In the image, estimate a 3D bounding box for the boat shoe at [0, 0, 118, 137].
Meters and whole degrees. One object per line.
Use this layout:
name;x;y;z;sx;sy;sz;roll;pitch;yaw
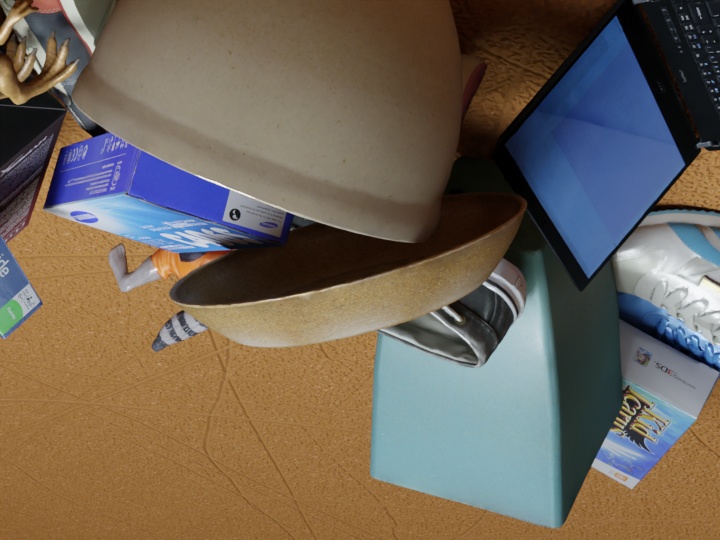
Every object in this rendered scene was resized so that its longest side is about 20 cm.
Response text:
boat shoe;-0.168;-0.136;0.995;0.062;0.072;0.200;10;155;12

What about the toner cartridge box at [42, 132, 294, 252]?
toner cartridge box;-0.113;-0.044;0.984;0.094;0.044;0.200;19;172;-21

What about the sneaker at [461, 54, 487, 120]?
sneaker;0.011;-0.086;1.040;0.088;0.081;0.200;24;157;-1

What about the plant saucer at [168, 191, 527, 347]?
plant saucer;-0.003;0.002;0.922;0.199;0.036;0.200;-14;-169;3

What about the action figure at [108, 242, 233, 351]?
action figure;-0.065;0.021;1.269;0.193;0.105;0.200;-1;153;45

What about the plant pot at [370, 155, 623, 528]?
plant pot;0.091;0.036;1.135;0.140;0.141;0.201;12;128;22

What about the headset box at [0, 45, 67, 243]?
headset box;-0.272;-0.086;1.060;0.149;0.075;0.200;44;152;2

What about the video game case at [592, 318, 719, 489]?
video game case;0.162;0.083;1.307;0.180;0.046;0.200;28;158;6

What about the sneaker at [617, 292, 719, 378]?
sneaker;0.255;0.043;1.225;0.198;0.079;0.066;8;158;6

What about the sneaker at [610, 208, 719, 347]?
sneaker;0.245;0.013;1.156;0.198;0.081;0.077;8;158;7

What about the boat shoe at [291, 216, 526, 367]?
boat shoe;0.000;0.000;1.032;0.199;0.071;0.072;18;143;20

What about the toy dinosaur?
toy dinosaur;-0.214;-0.098;0.907;0.106;0.201;0.060;-12;-139;-45

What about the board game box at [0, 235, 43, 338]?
board game box;-0.277;-0.057;0.986;0.135;0.034;0.201;14;139;45

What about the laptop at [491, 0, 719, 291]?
laptop;0.198;-0.074;0.955;0.198;0.104;0.177;-2;154;24

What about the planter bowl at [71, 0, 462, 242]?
planter bowl;-0.030;-0.116;0.863;0.199;0.136;0.200;22;-170;-4
